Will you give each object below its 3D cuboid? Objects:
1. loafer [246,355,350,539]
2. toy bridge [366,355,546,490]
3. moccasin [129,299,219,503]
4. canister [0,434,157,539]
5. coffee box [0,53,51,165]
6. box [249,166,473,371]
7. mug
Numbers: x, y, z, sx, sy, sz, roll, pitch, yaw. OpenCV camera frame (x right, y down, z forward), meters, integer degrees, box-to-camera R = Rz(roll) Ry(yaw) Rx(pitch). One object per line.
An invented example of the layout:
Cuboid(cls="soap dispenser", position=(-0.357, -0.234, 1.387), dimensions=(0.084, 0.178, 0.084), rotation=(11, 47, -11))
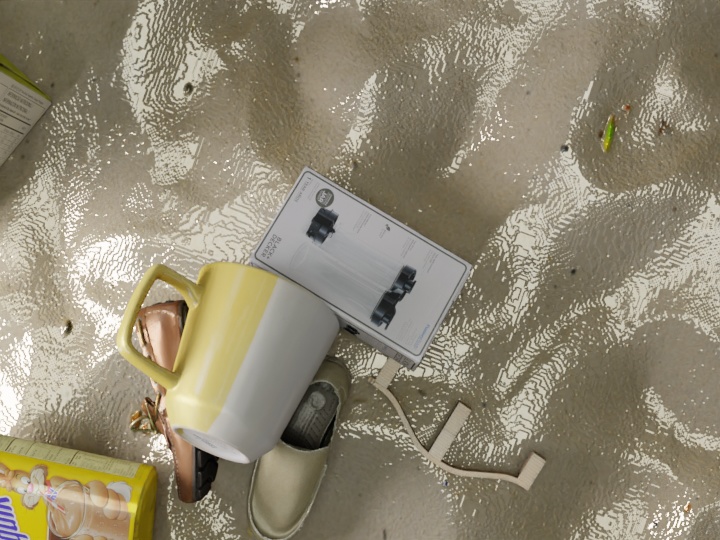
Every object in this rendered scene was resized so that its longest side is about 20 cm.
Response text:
Cuboid(cls="loafer", position=(-0.068, 0.183, 1.035), dimensions=(0.074, 0.068, 0.203), rotation=(19, 89, 4))
Cuboid(cls="toy bridge", position=(0.090, 0.165, 1.048), dimensions=(0.198, 0.027, 0.068), rotation=(33, 90, 5))
Cuboid(cls="moccasin", position=(-0.192, 0.135, 1.044), dimensions=(0.076, 0.074, 0.205), rotation=(-13, 90, 12))
Cuboid(cls="canister", position=(-0.310, 0.243, 1.023), dimensions=(0.196, 0.087, 0.151), rotation=(11, 115, 1))
Cuboid(cls="coffee box", position=(-0.464, -0.176, 1.006), dimensions=(0.199, 0.200, 0.198), rotation=(40, 90, 3))
Cuboid(cls="box", position=(0.000, 0.000, 1.031), dimensions=(0.198, 0.060, 0.118), rotation=(29, 75, 4))
Cuboid(cls="mug", position=(-0.130, 0.090, 0.982), dimensions=(0.183, 0.150, 0.155), rotation=(19, 68, 7))
